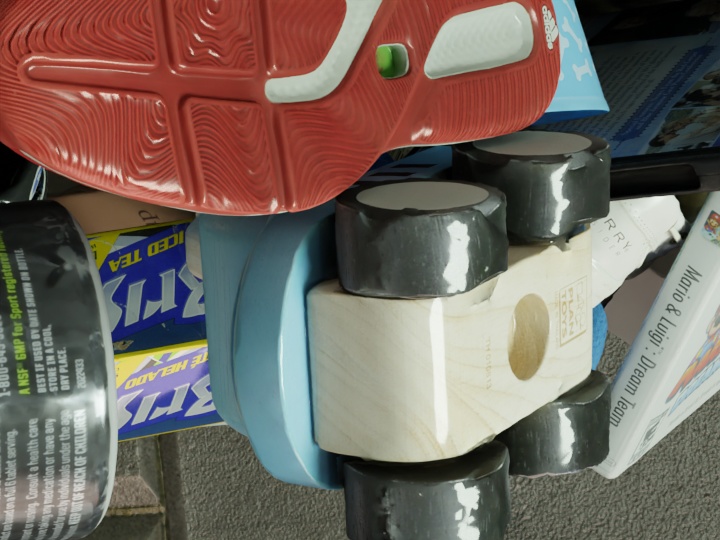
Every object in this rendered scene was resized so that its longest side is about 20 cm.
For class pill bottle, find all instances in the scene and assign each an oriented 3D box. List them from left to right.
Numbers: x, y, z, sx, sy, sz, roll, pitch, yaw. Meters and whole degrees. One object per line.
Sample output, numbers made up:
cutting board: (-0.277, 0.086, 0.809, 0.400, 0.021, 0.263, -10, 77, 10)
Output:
pill bottle: (-0.179, 0.038, 0.608, 0.199, 0.107, 0.106, -5, -179, -21)

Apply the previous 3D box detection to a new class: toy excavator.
toy excavator: (-0.011, 0.000, 0.664, 0.199, 0.100, 0.194, 8, -161, 32)

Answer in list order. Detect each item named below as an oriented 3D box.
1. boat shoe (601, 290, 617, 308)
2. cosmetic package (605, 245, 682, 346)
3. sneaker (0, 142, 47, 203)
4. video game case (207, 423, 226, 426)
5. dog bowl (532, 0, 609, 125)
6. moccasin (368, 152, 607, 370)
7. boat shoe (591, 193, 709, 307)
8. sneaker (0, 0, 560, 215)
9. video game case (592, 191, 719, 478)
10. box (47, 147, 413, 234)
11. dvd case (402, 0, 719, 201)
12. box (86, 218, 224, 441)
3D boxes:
boat shoe: (0.069, 0.019, 0.942, 0.074, 0.066, 0.199, 30, -135, 7)
cosmetic package: (0.144, -0.030, 1.084, 0.101, 0.071, 0.200, -29, -146, -17)
sneaker: (-0.165, -0.019, 0.897, 0.089, 0.079, 0.200, -14, 149, 24)
video game case: (-0.112, -0.005, 1.076, 0.181, 0.200, 0.046, -6, 138, 9)
dog bowl: (-0.014, -0.070, 0.725, 0.199, 0.050, 0.111, -6, -179, -5)
moccasin: (0.000, 0.000, 0.834, 0.200, 0.081, 0.068, 35, 149, -1)
boat shoe: (0.119, -0.038, 0.852, 0.069, 0.071, 0.200, -33, -174, 19)
sneaker: (-0.045, -0.051, 0.592, 0.200, 0.079, 0.115, -5, 179, -43)
video game case: (0.177, -0.018, 0.884, 0.024, 0.182, 0.200, 35, -147, 19)
box: (-0.062, -0.036, 0.961, 0.199, 0.095, 0.078, -6, -135, 36)
dvd case: (0.116, -0.067, 0.776, 0.200, 0.018, 0.143, -4, -150, 41)
box: (-0.124, 0.031, 0.872, 0.199, 0.070, 0.064, -10, 144, -12)
